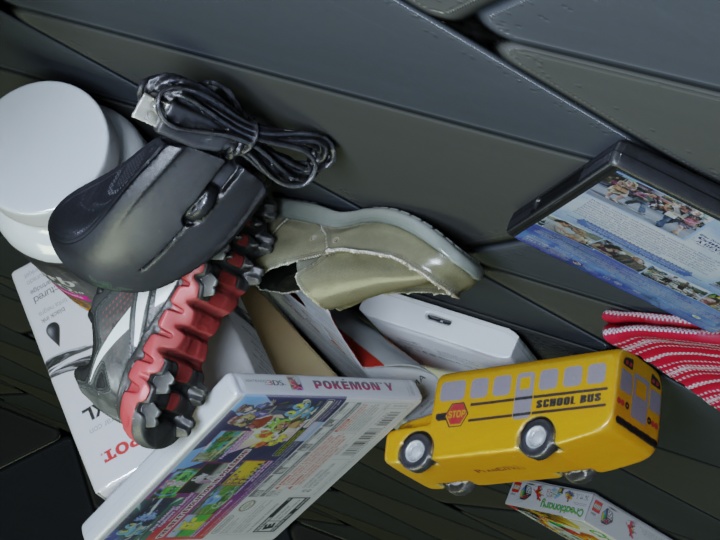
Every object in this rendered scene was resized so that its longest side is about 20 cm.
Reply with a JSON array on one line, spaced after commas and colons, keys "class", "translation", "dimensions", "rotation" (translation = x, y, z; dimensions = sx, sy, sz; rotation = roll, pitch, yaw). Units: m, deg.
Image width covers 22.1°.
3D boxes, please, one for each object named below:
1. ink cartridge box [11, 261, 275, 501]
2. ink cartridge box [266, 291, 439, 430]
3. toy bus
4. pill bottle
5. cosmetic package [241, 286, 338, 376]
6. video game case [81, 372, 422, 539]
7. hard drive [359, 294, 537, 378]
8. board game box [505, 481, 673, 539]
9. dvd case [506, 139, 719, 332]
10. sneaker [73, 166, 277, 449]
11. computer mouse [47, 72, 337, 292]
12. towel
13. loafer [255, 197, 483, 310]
[{"class": "ink cartridge box", "translation": [-0.155, 0.063, 1.387], "dimensions": [0.200, 0.146, 0.084], "rotation": [63, -177, 27]}, {"class": "ink cartridge box", "translation": [-0.011, 0.044, 1.430], "dimensions": [0.162, 0.050, 0.200], "rotation": [37, 164, 47]}, {"class": "toy bus", "translation": [0.115, 0.112, 1.338], "dimensions": [0.200, 0.078, 0.065], "rotation": [-11, 150, 38]}, {"class": "pill bottle", "translation": [-0.189, -0.048, 1.279], "dimensions": [0.116, 0.117, 0.200], "rotation": [20, 166, 17]}, {"class": "cosmetic package", "translation": [-0.078, 0.075, 1.498], "dimensions": [0.200, 0.071, 0.105], "rotation": [47, 173, 17]}, {"class": "video game case", "translation": [-0.079, 0.140, 1.345], "dimensions": [0.182, 0.023, 0.200], "rotation": [5, 140, -44]}, {"class": "hard drive", "translation": [0.091, 0.076, 1.475], "dimensions": [0.132, 0.026, 0.200], "rotation": [17, 166, 26]}, {"class": "board game box", "translation": [0.265, 0.279, 1.950], "dimensions": [0.200, 0.035, 0.126], "rotation": [32, 164, -31]}, {"class": "dvd case", "translation": [0.169, -0.014, 1.005], "dimensions": [0.142, 0.018, 0.200], "rotation": [26, 168, -6]}, {"class": "sneaker", "translation": [-0.129, 0.015, 1.243], "dimensions": [0.098, 0.201, 0.071], "rotation": [21, 173, 30]}, {"class": "computer mouse", "translation": [-0.122, -0.036, 1.132], "dimensions": [0.138, 0.053, 0.200], "rotation": [20, 141, -35]}, {"class": "towel", "translation": [0.266, 0.081, 1.202], "dimensions": [0.200, 0.023, 0.145], "rotation": [33, 163, -32]}, {"class": "loafer", "translation": [0.000, 0.000, 1.239], "dimensions": [0.075, 0.070, 0.200], "rotation": [34, 163, -38]}]
